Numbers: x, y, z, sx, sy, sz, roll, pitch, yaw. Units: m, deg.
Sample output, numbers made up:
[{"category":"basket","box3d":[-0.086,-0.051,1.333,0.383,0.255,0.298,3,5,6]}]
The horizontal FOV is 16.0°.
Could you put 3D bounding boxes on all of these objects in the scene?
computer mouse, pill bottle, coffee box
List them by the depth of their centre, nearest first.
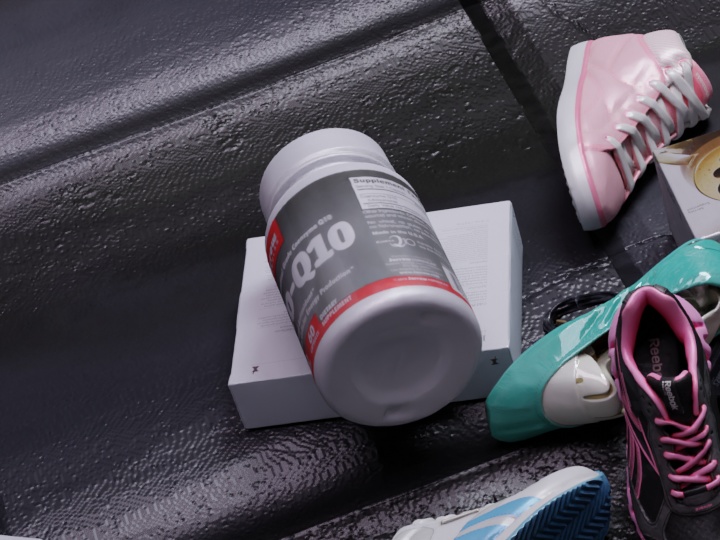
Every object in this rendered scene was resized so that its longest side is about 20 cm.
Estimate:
[{"category":"pill bottle","box3d":[0.000,0.000,1.726,0.114,0.114,0.200,-21,42,-3]},{"category":"computer mouse","box3d":[0.208,0.055,1.733,0.200,0.034,0.059,18,69,41]},{"category":"coffee box","box3d":[0.316,-0.054,1.771,0.199,0.080,0.113,-17,38,1]}]

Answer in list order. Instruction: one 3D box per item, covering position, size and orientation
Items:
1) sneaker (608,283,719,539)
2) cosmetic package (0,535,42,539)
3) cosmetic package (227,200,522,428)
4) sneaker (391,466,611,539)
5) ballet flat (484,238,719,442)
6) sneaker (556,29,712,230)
[{"category":"sneaker","box3d":[0.195,0.099,1.589,0.079,0.095,0.201,-15,72,2]},{"category":"cosmetic package","box3d":[-0.303,0.269,1.603,0.199,0.123,0.200,4,45,22]},{"category":"cosmetic package","box3d":[0.013,0.031,1.811,0.199,0.052,0.151,-8,40,12]},{"category":"sneaker","box3d":[0.070,0.178,1.604,0.200,0.077,0.081,-32,40,-19]},{"category":"ballet flat","box3d":[0.170,0.055,1.683,0.200,0.067,0.070,-37,35,2]},{"category":"sneaker","box3d":[0.203,-0.112,1.882,0.104,0.076,0.201,-10,36,17]}]
